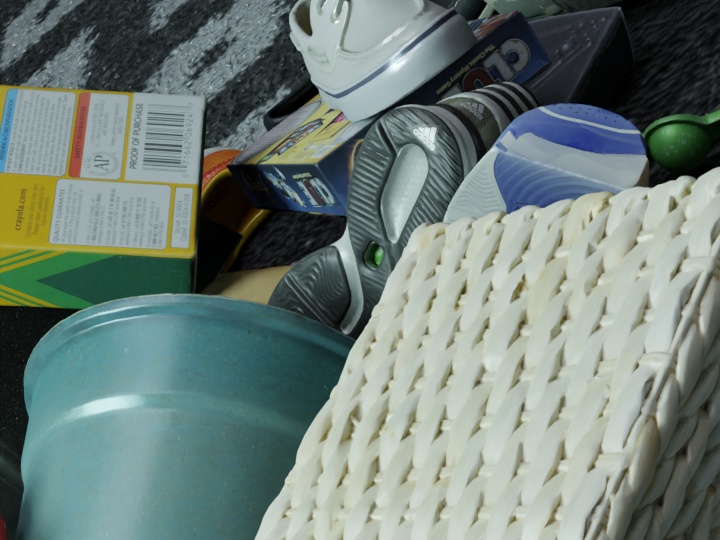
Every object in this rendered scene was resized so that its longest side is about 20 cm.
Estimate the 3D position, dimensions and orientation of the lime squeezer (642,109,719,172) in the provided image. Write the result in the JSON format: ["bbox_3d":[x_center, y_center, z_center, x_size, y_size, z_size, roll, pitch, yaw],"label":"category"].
[{"bbox_3d":[0.151,-0.047,0.952,0.200,0.038,0.071,-43,25,5],"label":"lime squeezer"}]

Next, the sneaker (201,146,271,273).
[{"bbox_3d":[-0.133,-0.003,1.289,0.200,0.073,0.077,-52,34,-8],"label":"sneaker"}]

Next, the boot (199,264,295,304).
[{"bbox_3d":[0.000,0.000,1.007,0.199,0.066,0.176,-10,54,32],"label":"boot"}]

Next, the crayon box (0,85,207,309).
[{"bbox_3d":[-0.186,-0.042,1.044,0.052,0.199,0.126,99,173,-47],"label":"crayon box"}]

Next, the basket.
[{"bbox_3d":[0.086,0.093,0.706,0.198,0.161,0.200,-9,45,51],"label":"basket"}]

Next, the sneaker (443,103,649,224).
[{"bbox_3d":[0.094,-0.019,0.856,0.080,0.200,0.115,22,56,15],"label":"sneaker"}]

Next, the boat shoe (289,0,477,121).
[{"bbox_3d":[0.001,-0.125,0.979,0.071,0.070,0.200,-36,12,-4],"label":"boat shoe"}]

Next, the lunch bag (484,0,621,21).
[{"bbox_3d":[0.113,-0.248,1.127,0.140,0.200,0.168,-56,23,-15],"label":"lunch bag"}]

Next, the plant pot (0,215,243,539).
[{"bbox_3d":[-0.210,0.042,1.138,0.200,0.177,0.200,-60,5,-26],"label":"plant pot"}]

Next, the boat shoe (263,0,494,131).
[{"bbox_3d":[0.013,-0.149,1.281,0.199,0.066,0.075,-44,25,5],"label":"boat shoe"}]

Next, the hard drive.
[{"bbox_3d":[0.068,-0.084,1.128,0.200,0.042,0.135,-7,46,52],"label":"hard drive"}]

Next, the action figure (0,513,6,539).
[{"bbox_3d":[-0.203,0.135,0.875,0.200,0.065,0.099,175,117,-76],"label":"action figure"}]

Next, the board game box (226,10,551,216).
[{"bbox_3d":[0.010,-0.084,1.054,0.135,0.035,0.200,-38,13,-11],"label":"board game box"}]

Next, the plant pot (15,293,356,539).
[{"bbox_3d":[-0.075,0.148,0.857,0.200,0.200,0.197,-26,40,36],"label":"plant pot"}]

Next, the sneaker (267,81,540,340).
[{"bbox_3d":[0.033,-0.008,0.911,0.115,0.076,0.201,-24,-26,-44],"label":"sneaker"}]
